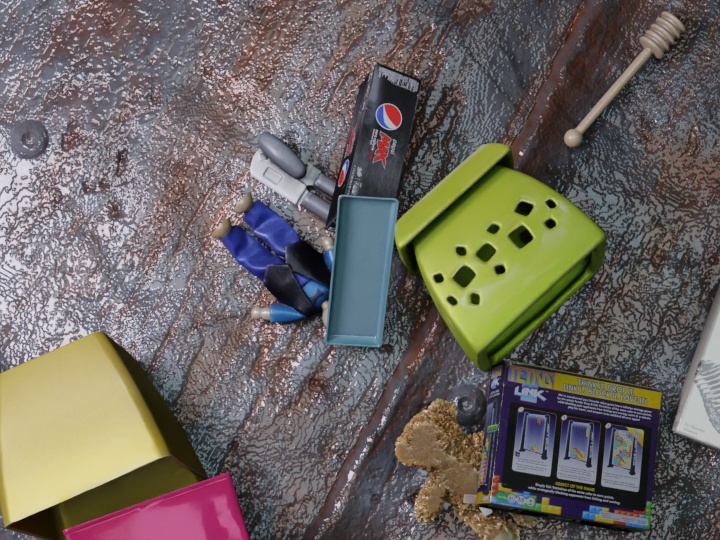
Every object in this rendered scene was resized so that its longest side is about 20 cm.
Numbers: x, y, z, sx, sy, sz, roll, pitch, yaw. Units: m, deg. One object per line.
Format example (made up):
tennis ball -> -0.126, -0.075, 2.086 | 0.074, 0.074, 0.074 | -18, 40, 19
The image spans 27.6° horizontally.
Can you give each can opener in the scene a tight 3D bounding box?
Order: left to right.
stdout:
can opener -> -0.049, -0.092, 1.774 | 0.199, 0.066, 0.053 | 34, 85, 2

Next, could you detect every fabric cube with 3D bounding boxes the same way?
fabric cube -> -0.214, 0.358, 1.643 | 0.194, 0.200, 0.201 | -19, 82, -13

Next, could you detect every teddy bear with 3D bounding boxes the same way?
teddy bear -> 0.128, 0.246, 1.727 | 0.199, 0.067, 0.146 | 26, 95, 0

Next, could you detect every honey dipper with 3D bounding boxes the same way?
honey dipper -> 0.319, -0.227, 1.780 | 0.038, 0.038, 0.200 | 40, 89, 7

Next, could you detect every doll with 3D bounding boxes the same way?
doll -> -0.087, 0.004, 1.769 | 0.200, 0.048, 0.137 | 41, 86, 1

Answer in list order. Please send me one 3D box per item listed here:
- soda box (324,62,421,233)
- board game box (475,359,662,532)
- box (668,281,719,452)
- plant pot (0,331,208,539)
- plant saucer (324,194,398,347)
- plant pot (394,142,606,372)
soda box -> 0.016, -0.138, 1.739 | 0.063, 0.071, 0.202 | 19, 68, -12
board game box -> 0.241, 0.204, 1.688 | 0.198, 0.057, 0.167 | 12, 75, -11
box -> 0.433, 0.109, 1.715 | 0.081, 0.068, 0.202 | 19, 85, 6
plant pot -> -0.316, 0.187, 1.696 | 0.198, 0.200, 0.178 | -23, 73, 0
plant saucer -> 0.000, 0.000, 1.698 | 0.069, 0.019, 0.202 | 3, 122, -5
plant pot -> 0.153, -0.021, 1.688 | 0.200, 0.199, 0.182 | -41, 77, -1
